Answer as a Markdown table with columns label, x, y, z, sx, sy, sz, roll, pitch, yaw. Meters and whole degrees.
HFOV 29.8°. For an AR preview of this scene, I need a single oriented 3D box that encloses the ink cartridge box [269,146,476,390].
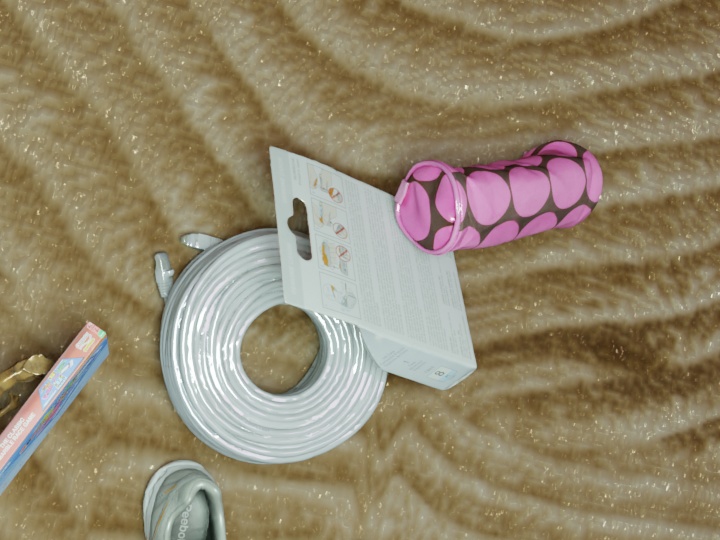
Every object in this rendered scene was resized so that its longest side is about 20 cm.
| label | x | y | z | sx | sy | sz | roll | pitch | yaw |
| --- | --- | --- | --- | --- | --- | --- | --- | --- | --- |
| ink cartridge box | 0.000 | 0.000 | 1.119 | 0.200 | 0.047 | 0.160 | 20 | 46 | -34 |

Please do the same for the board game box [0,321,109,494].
| label | x | y | z | sx | sy | sz | roll | pitch | yaw |
| --- | --- | --- | --- | --- | --- | --- | --- | --- | --- |
| board game box | -0.263 | 0.131 | 1.047 | 0.019 | 0.103 | 0.200 | 36 | 75 | -1 |

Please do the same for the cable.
| label | x | y | z | sx | sy | sz | roll | pitch | yaw |
| --- | --- | --- | --- | --- | --- | --- | --- | --- | --- |
| cable | -0.070 | 0.064 | 1.143 | 0.199 | 0.069 | 0.201 | -2 | 88 | -21 |

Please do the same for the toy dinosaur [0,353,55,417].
| label | x | y | z | sx | sy | sz | roll | pitch | yaw |
| --- | --- | --- | --- | --- | --- | --- | --- | --- | --- |
| toy dinosaur | -0.318 | 0.130 | 1.024 | 0.060 | 0.106 | 0.200 | 42 | 74 | -15 |

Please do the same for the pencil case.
| label | x | y | z | sx | sy | sz | roll | pitch | yaw |
| --- | --- | --- | --- | --- | --- | --- | --- | --- | --- |
| pencil case | 0.118 | -0.067 | 1.180 | 0.200 | 0.094 | 0.091 | -10 | 134 | -44 |

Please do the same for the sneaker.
| label | x | y | z | sx | sy | sz | roll | pitch | yaw |
| --- | --- | --- | --- | --- | --- | --- | --- | --- | --- |
| sneaker | -0.145 | 0.257 | 1.092 | 0.076 | 0.092 | 0.201 | 1 | 87 | -20 |
